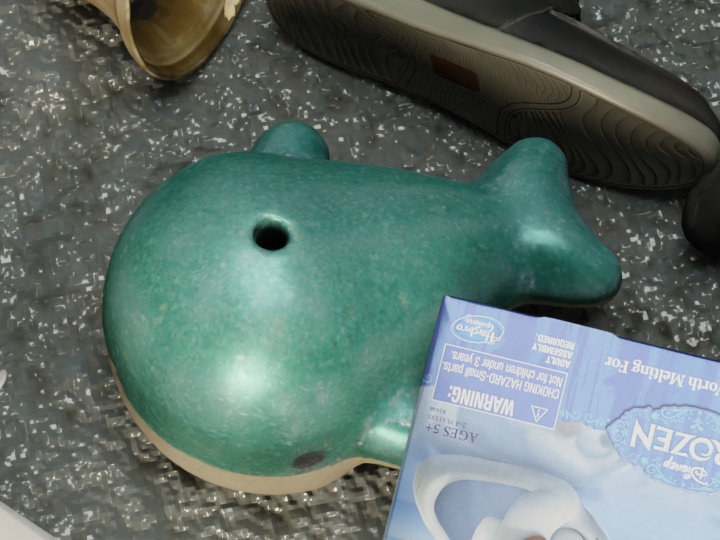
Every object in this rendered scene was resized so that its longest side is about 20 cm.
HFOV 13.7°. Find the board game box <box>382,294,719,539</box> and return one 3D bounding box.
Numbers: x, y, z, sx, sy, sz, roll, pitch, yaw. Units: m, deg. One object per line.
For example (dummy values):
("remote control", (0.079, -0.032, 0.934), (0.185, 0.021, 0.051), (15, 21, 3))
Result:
("board game box", (0.102, 0.129, 1.057), (0.199, 0.043, 0.200), (13, 83, 7))

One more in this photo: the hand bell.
("hand bell", (-0.151, -0.155, 1.239), (0.199, 0.104, 0.104), (18, 62, 23))

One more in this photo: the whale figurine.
("whale figurine", (0.000, 0.000, 1.129), (0.199, 0.104, 0.160), (-18, 62, -11))

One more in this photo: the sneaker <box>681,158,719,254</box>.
("sneaker", (0.226, -0.023, 1.165), (0.198, 0.076, 0.091), (-8, 69, -2))

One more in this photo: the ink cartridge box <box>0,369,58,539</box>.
("ink cartridge box", (-0.167, 0.141, 1.037), (0.067, 0.117, 0.201), (37, 62, -21))

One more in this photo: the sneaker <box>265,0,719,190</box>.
("sneaker", (0.070, -0.114, 1.209), (0.199, 0.075, 0.107), (26, 66, 14))
